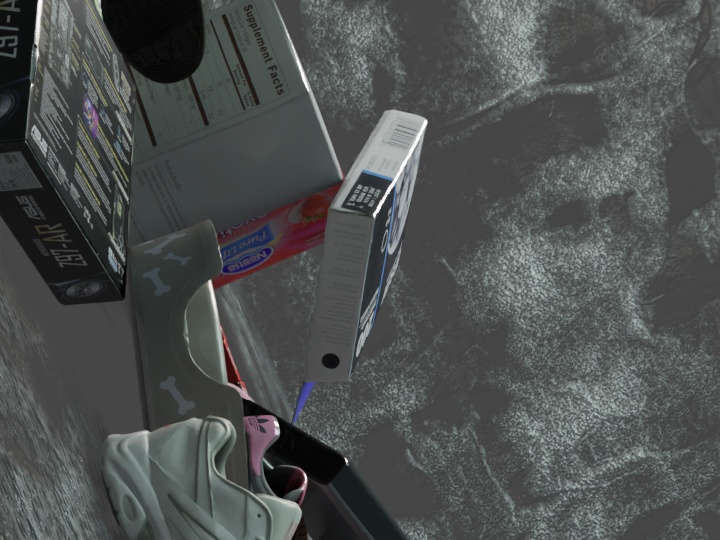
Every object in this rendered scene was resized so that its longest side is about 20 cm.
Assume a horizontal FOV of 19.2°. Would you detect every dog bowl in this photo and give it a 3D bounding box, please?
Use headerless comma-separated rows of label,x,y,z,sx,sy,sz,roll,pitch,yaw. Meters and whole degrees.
dog bowl,-0.113,0.069,1.376,0.200,0.059,0.200,173,-90,-83

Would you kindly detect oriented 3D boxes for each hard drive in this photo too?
hard drive,-0.019,0.190,1.691,0.140,0.033,0.200,26,-22,45

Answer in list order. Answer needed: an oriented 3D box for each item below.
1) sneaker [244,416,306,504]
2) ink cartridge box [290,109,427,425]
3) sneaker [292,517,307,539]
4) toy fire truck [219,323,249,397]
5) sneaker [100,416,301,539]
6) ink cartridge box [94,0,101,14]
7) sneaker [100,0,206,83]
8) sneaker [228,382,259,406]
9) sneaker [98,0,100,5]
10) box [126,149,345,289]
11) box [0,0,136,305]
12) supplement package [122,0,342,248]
sneaker,-0.070,0.190,1.580,0.070,0.082,0.200,-114,-178,-50
ink cartridge box,0.000,0.000,1.694,0.198,0.043,0.200,-64,167,-60
sneaker,-0.070,0.227,1.718,0.112,0.071,0.200,-105,180,-66
toy fire truck,-0.152,0.055,1.989,0.141,0.049,0.200,89,-21,-88
sneaker,-0.074,0.170,1.197,0.078,0.099,0.200,69,-1,-76
ink cartridge box,-0.245,-0.235,1.418,0.146,0.084,0.200,-114,-178,-76
sneaker,-0.161,-0.236,1.477,0.121,0.084,0.200,-91,162,-63
sneaker,-0.125,0.122,1.778,0.082,0.070,0.200,45,-4,12
sneaker,-0.249,-0.233,1.809,0.199,0.079,0.130,56,15,-33
box,-0.114,-0.056,1.762,0.103,0.200,0.095,71,-4,-57
box,-0.184,-0.094,1.279,0.200,0.043,0.160,68,19,-62
supplement package,-0.131,-0.103,1.605,0.117,0.200,0.117,69,-1,-54
